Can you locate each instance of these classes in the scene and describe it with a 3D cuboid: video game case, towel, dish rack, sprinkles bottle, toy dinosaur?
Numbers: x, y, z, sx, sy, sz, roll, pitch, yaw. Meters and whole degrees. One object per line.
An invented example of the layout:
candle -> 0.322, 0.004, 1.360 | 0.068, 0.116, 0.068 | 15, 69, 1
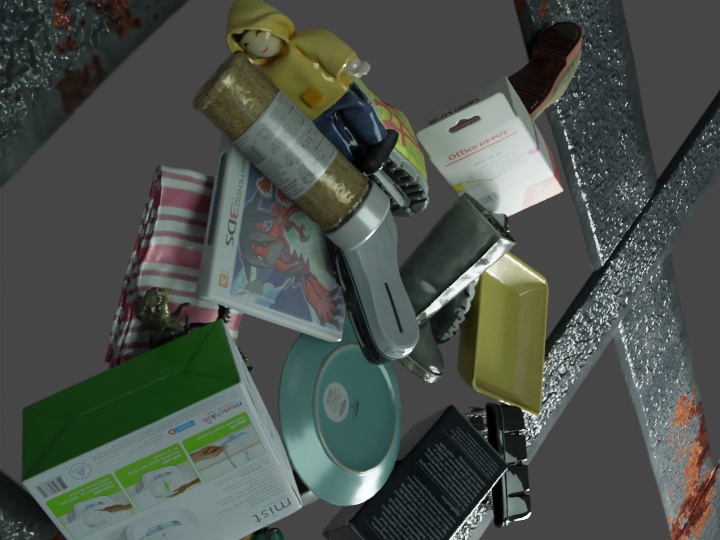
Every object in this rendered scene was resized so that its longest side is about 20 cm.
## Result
video game case -> -0.073, -0.040, 0.891 | 0.198, 0.023, 0.187 | 24, 69, -50
towel -> -0.159, 0.010, 0.862 | 0.145, 0.030, 0.205 | 9, 100, -49
dish rack -> 0.175, 0.259, 1.219 | 0.053, 0.200, 0.158 | 0, 82, -14
sprinkles bottle -> -0.061, -0.107, 0.817 | 0.200, 0.068, 0.069 | 43, 74, -19
toy dinosaur -> -0.154, 0.081, 0.846 | 0.087, 0.047, 0.204 | -27, 127, -22

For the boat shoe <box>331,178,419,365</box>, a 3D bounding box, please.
boat shoe -> 0.000, 0.000, 0.913 | 0.071, 0.071, 0.204 | 4, 64, -37

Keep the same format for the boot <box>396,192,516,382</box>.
boot -> 0.105, 0.025, 1.064 | 0.200, 0.073, 0.181 | -46, 132, 6

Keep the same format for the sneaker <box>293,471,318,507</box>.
sneaker -> -0.028, 0.246, 1.072 | 0.198, 0.072, 0.087 | -28, 124, -38

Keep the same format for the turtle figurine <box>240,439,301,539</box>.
turtle figurine -> -0.131, 0.265, 0.957 | 0.146, 0.101, 0.204 | 17, 102, -8

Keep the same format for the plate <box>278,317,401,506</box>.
plate -> -0.010, 0.150, 0.965 | 0.198, 0.025, 0.205 | 16, 69, -47

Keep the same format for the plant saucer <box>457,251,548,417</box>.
plant saucer -> 0.191, 0.082, 1.219 | 0.199, 0.048, 0.205 | 27, 64, -49

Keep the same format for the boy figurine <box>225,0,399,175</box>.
boy figurine -> -0.046, -0.177, 0.837 | 0.200, 0.123, 0.065 | 47, 46, -26

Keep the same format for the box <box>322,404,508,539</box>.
box -> 0.066, 0.287, 1.115 | 0.200, 0.107, 0.149 | -44, 177, -24

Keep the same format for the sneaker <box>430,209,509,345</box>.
sneaker -> 0.108, 0.002, 1.123 | 0.089, 0.067, 0.203 | 18, 120, -8

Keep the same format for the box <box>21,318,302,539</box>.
box -> -0.175, 0.174, 0.807 | 0.196, 0.097, 0.179 | -24, 128, -4

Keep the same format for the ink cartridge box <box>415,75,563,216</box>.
ink cartridge box -> 0.150, -0.148, 1.053 | 0.200, 0.115, 0.069 | 44, 30, -48

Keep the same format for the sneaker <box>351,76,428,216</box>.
sneaker -> 0.009, -0.152, 0.951 | 0.201, 0.077, 0.092 | 52, 36, -36

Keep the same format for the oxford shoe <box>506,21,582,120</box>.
oxford shoe -> 0.228, -0.225, 1.147 | 0.201, 0.070, 0.075 | -49, 145, -14
